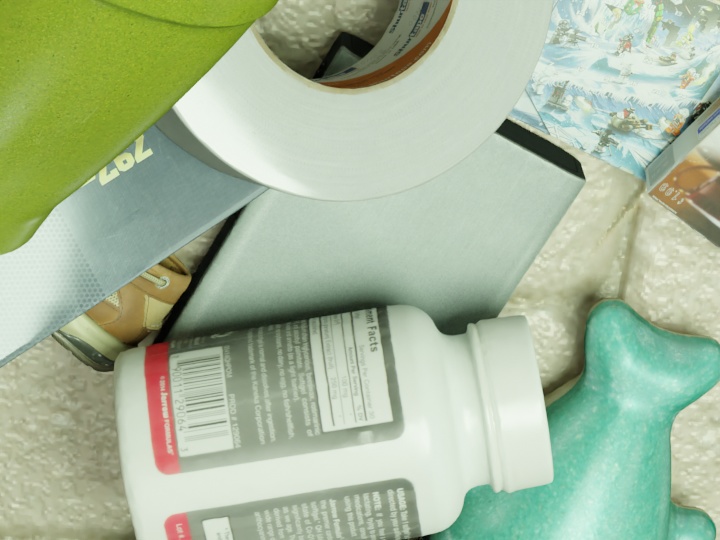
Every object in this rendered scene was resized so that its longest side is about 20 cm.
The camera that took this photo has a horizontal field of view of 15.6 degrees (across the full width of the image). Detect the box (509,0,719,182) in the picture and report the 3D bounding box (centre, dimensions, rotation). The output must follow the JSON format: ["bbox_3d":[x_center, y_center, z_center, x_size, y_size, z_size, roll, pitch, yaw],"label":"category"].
[{"bbox_3d":[0.169,-0.104,1.252,0.199,0.040,0.137,25,112,-14],"label":"box"}]

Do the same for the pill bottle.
[{"bbox_3d":[-0.012,0.077,1.252,0.198,0.111,0.111,-9,115,1],"label":"pill bottle"}]

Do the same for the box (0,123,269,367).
[{"bbox_3d":[-0.147,-0.064,1.189,0.199,0.051,0.158,-33,106,-19],"label":"box"}]

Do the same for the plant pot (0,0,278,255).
[{"bbox_3d":[-0.141,-0.116,1.037,0.200,0.201,0.193,29,119,-16],"label":"plant pot"}]

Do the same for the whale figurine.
[{"bbox_3d":[0.112,0.117,1.318,0.158,0.104,0.201,24,111,-13],"label":"whale figurine"}]

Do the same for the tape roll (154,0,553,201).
[{"bbox_3d":[-0.015,-0.134,1.173,0.199,0.066,0.202,-3,98,-20],"label":"tape roll"}]

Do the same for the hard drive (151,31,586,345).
[{"bbox_3d":[0.000,0.000,1.296,0.139,0.033,0.201,27,111,-15],"label":"hard drive"}]

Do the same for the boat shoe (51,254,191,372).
[{"bbox_3d":[-0.160,-0.040,1.253,0.074,0.076,0.200,-39,119,9],"label":"boat shoe"}]

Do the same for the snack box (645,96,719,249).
[{"bbox_3d":[0.233,-0.011,1.262,0.199,0.024,0.072,35,119,-19],"label":"snack box"}]
